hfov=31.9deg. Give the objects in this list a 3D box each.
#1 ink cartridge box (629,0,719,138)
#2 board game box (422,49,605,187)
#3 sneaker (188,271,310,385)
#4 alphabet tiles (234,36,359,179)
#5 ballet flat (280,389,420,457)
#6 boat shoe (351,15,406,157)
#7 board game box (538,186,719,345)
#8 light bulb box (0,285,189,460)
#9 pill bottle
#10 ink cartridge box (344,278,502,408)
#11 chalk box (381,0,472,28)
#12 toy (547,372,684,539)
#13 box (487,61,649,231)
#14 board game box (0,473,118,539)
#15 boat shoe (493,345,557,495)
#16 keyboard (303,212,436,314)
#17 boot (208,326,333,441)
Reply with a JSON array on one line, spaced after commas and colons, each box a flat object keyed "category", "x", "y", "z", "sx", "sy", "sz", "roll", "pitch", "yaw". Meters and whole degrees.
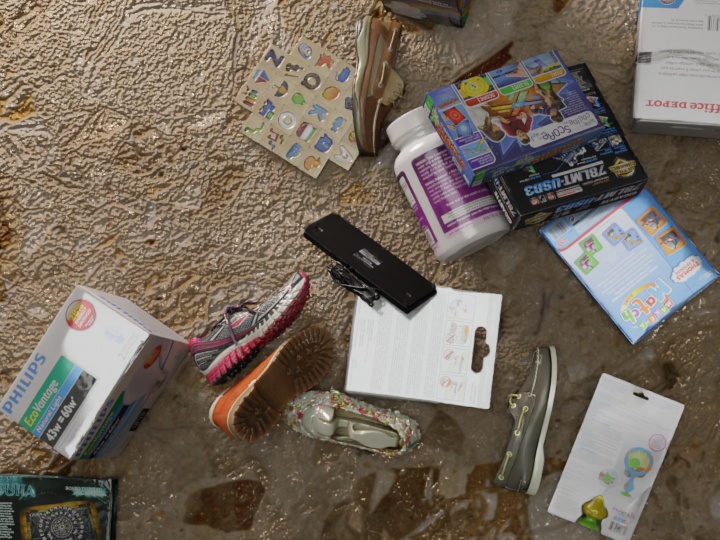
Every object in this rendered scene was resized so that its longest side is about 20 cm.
[{"category": "ink cartridge box", "x": 0.445, "y": -0.285, "z": 1.707, "sx": 0.144, "sy": 0.084, "sz": 0.200, "roll": 5, "pitch": 83, "yaw": 8}, {"category": "board game box", "x": 0.200, "y": -0.200, "z": 1.644, "sx": 0.200, "sy": 0.034, "sz": 0.135, "roll": -20, "pitch": 68, "yaw": -18}, {"category": "sneaker", "x": -0.152, "y": 0.070, "z": 1.743, "sx": 0.200, "sy": 0.081, "sz": 0.075, "roll": -41, "pitch": 78, "yaw": 2}, {"category": "alphabet tiles", "x": -0.073, "y": -0.234, "z": 1.806, "sx": 0.200, "sy": 0.006, "sz": 0.167, "roll": 32, "pitch": 88, "yaw": 10}, {"category": "ballet flat", "x": -0.017, "y": 0.209, "z": 1.713, "sx": 0.200, "sy": 0.064, "sz": 0.076, "roll": 9, "pitch": 106, "yaw": 9}, {"category": "boat shoe", "x": 0.027, "y": -0.259, "z": 1.757, "sx": 0.074, "sy": 0.076, "sz": 0.200, "roll": 2, "pitch": 84, "yaw": 4}, {"category": "board game box", "x": 0.364, "y": -0.022, "z": 1.710, "sx": 0.151, "sy": 0.037, "sz": 0.200, "roll": -38, "pitch": 79, "yaw": 1}, {"category": "light bulb box", "x": -0.353, "y": 0.141, "z": 1.699, "sx": 0.125, "sy": 0.200, "sz": 0.198, "roll": 32, "pitch": 89, "yaw": 10}, {"category": "pill bottle", "x": 0.114, "y": -0.121, "z": 1.716, "sx": 0.112, "sy": 0.112, "sz": 0.200, "roll": -26, "pitch": 81, "yaw": 4}, {"category": "ink cartridge box", "x": 0.085, "y": 0.101, "z": 1.728, "sx": 0.200, "sy": 0.057, "sz": 0.163, "roll": 7, "pitch": 84, "yaw": 3}, {"category": "chalk box", "x": 0.093, "y": -0.427, "z": 1.708, "sx": 0.124, "sy": 0.200, "sz": 0.124, "roll": 15, "pitch": 86, "yaw": 8}, {"category": "toy", "x": 0.338, "y": 0.249, "z": 1.678, "sx": 0.115, "sy": 0.047, "sz": 0.200, "roll": 22, "pitch": 90, "yaw": 6}, {"category": "box", "x": 0.253, "y": -0.168, "z": 1.682, "sx": 0.200, "sy": 0.050, "sz": 0.199, "roll": -17, "pitch": 68, "yaw": -17}, {"category": "board game box", "x": -0.443, "y": 0.355, "z": 1.772, "sx": 0.200, "sy": 0.028, "sz": 0.135, "roll": 1, "pitch": 83, "yaw": 8}, {"category": "boat shoe", "x": 0.223, "y": 0.197, "z": 1.686, "sx": 0.060, "sy": 0.072, "sz": 0.202, "roll": 10, "pitch": 89, "yaw": 3}, {"category": "keyboard", "x": 0.000, "y": 0.000, "z": 1.722, "sx": 0.200, "sy": 0.104, "sz": 0.040, "roll": 37, "pitch": 132, "yaw": 25}, {"category": "boot", "x": -0.126, "y": 0.150, "z": 1.733, "sx": 0.200, "sy": 0.107, "sz": 0.075, "roll": -43, "pitch": 109, "yaw": -25}]
